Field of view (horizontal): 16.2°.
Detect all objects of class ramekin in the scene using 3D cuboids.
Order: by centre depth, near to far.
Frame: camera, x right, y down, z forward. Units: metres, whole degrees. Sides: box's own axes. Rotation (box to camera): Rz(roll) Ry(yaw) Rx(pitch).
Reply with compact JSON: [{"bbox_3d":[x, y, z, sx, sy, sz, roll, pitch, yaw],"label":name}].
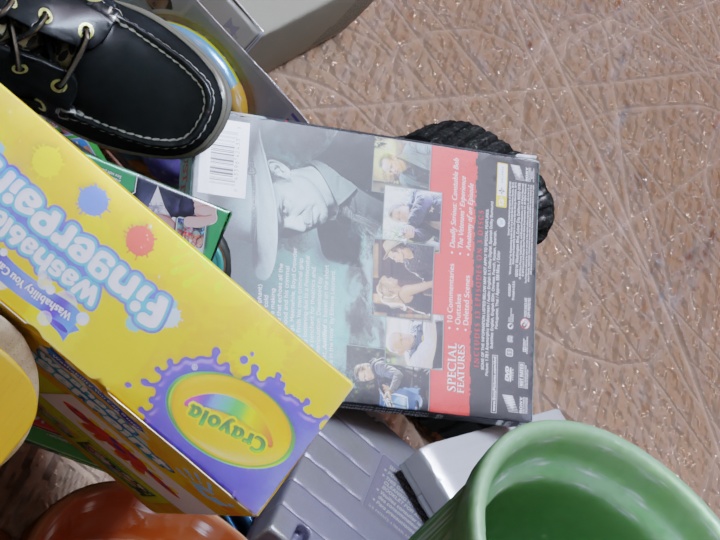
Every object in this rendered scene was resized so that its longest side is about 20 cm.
[{"bbox_3d":[0.099,0.179,1.178,0.200,0.098,0.200,29,39,-26],"label":"ramekin"}]

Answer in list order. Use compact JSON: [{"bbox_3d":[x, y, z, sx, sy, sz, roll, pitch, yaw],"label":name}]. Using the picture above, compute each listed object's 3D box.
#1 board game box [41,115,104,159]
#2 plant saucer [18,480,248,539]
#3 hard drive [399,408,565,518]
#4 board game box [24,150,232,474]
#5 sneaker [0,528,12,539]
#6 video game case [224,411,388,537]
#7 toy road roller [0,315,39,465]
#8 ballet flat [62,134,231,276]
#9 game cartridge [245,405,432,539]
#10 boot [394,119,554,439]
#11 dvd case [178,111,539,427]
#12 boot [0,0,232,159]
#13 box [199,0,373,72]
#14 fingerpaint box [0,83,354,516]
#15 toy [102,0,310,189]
[{"bbox_3d":[-0.202,-0.040,1.259,0.200,0.029,0.135,-12,65,-53],"label":"board game box"},{"bbox_3d":[-0.085,0.190,1.141,0.200,0.032,0.200,35,35,-29],"label":"plant saucer"},{"bbox_3d":[0.114,0.170,1.314,0.132,0.026,0.200,-10,64,-52],"label":"hard drive"},{"bbox_3d":[-0.175,-0.001,1.149,0.200,0.135,0.029,22,-5,-14],"label":"board game box"},{"bbox_3d":[-0.229,0.070,1.096,0.200,0.073,0.085,53,29,-10],"label":"sneaker"},{"bbox_3d":[-0.018,0.118,1.318,0.143,0.018,0.200,-10,63,-51],"label":"video game case"},{"bbox_3d":[-0.187,0.119,0.993,0.146,0.123,0.200,46,71,-26],"label":"toy road roller"},{"bbox_3d":[-0.154,-0.037,1.207,0.200,0.068,0.068,32,3,-13],"label":"ballet flat"},{"bbox_3d":[0.036,0.161,1.289,0.200,0.038,0.130,41,30,-10],"label":"game cartridge"},{"bbox_3d":[0.063,-0.001,1.478,0.158,0.079,0.211,-9,61,-52],"label":"boot"},{"bbox_3d":[0.000,0.000,1.304,0.200,0.022,0.146,7,78,-25],"label":"dvd case"},{"bbox_3d":[-0.171,-0.113,1.214,0.203,0.074,0.154,29,9,10],"label":"boot"},{"bbox_3d":[-0.055,-0.166,1.524,0.068,0.082,0.200,49,32,4],"label":"box"},{"bbox_3d":[-0.119,0.014,1.061,0.200,0.167,0.073,41,75,-11],"label":"fingerpaint box"},{"bbox_3d":[-0.120,-0.097,1.348,0.200,0.115,0.047,50,40,5],"label":"toy"}]
